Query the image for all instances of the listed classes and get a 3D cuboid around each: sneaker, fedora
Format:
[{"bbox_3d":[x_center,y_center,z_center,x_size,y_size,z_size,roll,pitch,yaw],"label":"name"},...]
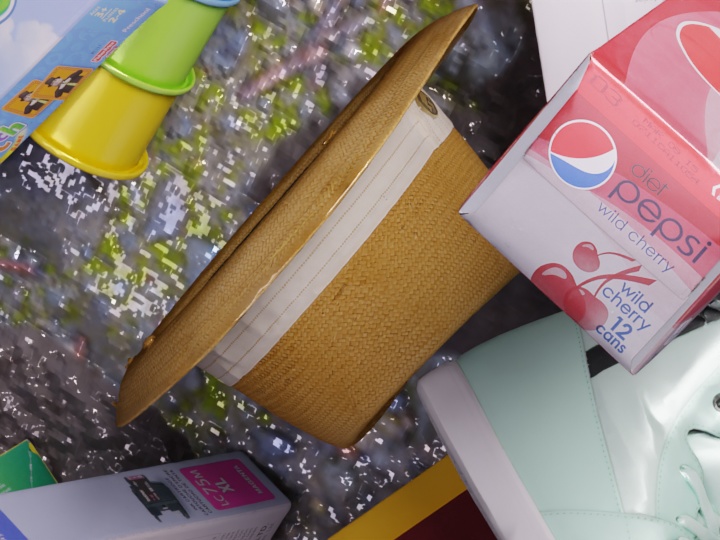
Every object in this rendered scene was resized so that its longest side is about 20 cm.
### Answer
[{"bbox_3d":[0.113,0.088,0.941,0.118,0.074,0.201,-29,68,-2],"label":"sneaker"},{"bbox_3d":[0.000,0.000,1.011,0.082,0.201,0.201,42,117,-4],"label":"fedora"}]

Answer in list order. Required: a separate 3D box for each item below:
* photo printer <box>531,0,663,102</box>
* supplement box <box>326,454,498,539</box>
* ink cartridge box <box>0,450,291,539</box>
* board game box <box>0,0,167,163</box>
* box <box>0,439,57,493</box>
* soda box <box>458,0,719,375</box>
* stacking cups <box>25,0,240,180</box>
[{"bbox_3d":[0.143,-0.059,0.999,0.166,0.069,0.201,-5,104,24],"label":"photo printer"},{"bbox_3d":[0.032,0.206,1.035,0.197,0.200,0.133,-37,132,28],"label":"supplement box"},{"bbox_3d":[-0.124,0.132,1.100,0.042,0.200,0.120,43,119,25],"label":"ink cartridge box"},{"bbox_3d":[-0.172,-0.099,1.107,0.200,0.037,0.152,-41,60,27],"label":"board game box"},{"bbox_3d":[-0.216,0.150,1.191,0.200,0.117,0.048,-33,90,28],"label":"box"},{"bbox_3d":[0.102,-0.041,0.869,0.070,0.200,0.063,42,117,5],"label":"soda box"},{"bbox_3d":[-0.060,-0.130,1.075,0.060,0.060,0.200,35,113,10],"label":"stacking cups"}]
